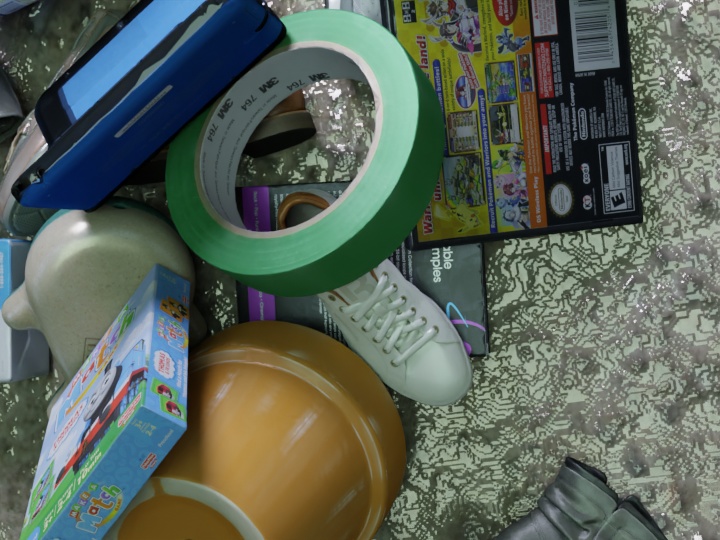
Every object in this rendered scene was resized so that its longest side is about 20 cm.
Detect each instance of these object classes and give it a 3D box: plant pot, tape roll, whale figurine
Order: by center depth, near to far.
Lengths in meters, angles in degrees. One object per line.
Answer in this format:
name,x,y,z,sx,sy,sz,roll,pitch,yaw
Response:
tape roll,-0.041,-0.083,0.752,0.200,0.048,0.201,-11,65,24
plant pot,-0.086,0.161,0.771,0.200,0.183,0.200,6,110,16
whale figurine,-0.204,0.033,0.868,0.159,0.104,0.200,5,117,-14

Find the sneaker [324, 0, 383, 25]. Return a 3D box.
sneaker,0.030,-0.256,0.829,0.115,0.075,0.200,0,98,2

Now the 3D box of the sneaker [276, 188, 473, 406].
sneaker,0.004,0.025,0.794,0.073,0.085,0.200,-43,87,7

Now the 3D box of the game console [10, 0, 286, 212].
game console,-0.165,-0.146,0.751,0.200,0.171,0.118,-42,85,8

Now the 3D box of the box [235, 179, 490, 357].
box,0.000,0.000,0.853,0.200,0.036,0.143,-2,92,11

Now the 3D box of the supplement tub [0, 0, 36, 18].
supplement tub,-0.246,-0.294,0.832,0.200,0.145,0.145,-22,88,10

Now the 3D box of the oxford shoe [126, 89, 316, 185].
oxford shoe,-0.140,-0.115,0.861,0.200,0.071,0.071,-16,84,-1

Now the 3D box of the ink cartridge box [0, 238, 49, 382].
ink cartridge box,-0.365,0.031,0.900,0.200,0.067,0.116,1,92,12

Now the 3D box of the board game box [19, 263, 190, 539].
board game box,-0.170,0.100,0.734,0.037,0.200,0.151,32,106,-19

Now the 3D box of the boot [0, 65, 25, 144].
boot,-0.388,-0.173,0.894,0.182,0.073,0.200,-23,86,10

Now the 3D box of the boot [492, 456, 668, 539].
boot,0.191,0.248,0.814,0.131,0.068,0.200,-43,86,3

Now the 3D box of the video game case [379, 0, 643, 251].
video game case,0.113,-0.124,0.803,0.181,0.026,0.200,-7,97,-6

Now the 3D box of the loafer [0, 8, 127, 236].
loafer,-0.237,-0.122,0.881,0.063,0.072,0.200,35,91,25
